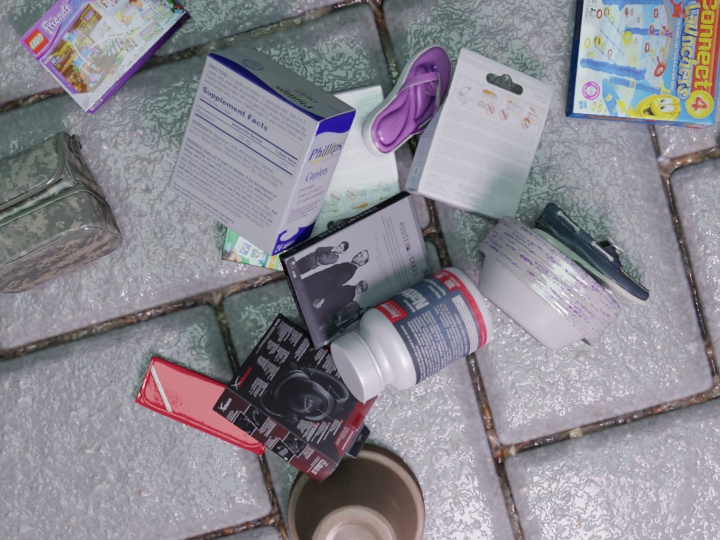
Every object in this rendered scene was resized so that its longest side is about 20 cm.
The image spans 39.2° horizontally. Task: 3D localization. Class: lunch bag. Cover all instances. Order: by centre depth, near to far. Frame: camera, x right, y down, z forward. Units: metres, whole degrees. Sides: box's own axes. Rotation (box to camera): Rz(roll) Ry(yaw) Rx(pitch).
[{"bbox_3d":[-0.452,-0.081,1.386,0.199,0.139,0.168,-25,76,2],"label":"lunch bag"}]

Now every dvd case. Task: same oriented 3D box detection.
[{"bbox_3d":[0.000,0.000,1.370,0.199,0.025,0.151,-28,122,-18],"label":"dvd case"}]

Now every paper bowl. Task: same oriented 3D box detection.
[{"bbox_3d":[0.236,0.027,1.341,0.200,0.201,0.104,40,93,-1],"label":"paper bowl"}]

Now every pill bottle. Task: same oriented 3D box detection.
[{"bbox_3d":[0.067,0.090,1.361,0.199,0.120,0.120,-28,93,-17],"label":"pill bottle"}]

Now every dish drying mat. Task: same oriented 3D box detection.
[{"bbox_3d":[-0.219,0.194,1.450,0.199,0.018,0.077,23,92,0],"label":"dish drying mat"}]

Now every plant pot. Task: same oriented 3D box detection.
[{"bbox_3d":[-0.007,0.349,1.378,0.199,0.175,0.201,0,92,1],"label":"plant pot"}]

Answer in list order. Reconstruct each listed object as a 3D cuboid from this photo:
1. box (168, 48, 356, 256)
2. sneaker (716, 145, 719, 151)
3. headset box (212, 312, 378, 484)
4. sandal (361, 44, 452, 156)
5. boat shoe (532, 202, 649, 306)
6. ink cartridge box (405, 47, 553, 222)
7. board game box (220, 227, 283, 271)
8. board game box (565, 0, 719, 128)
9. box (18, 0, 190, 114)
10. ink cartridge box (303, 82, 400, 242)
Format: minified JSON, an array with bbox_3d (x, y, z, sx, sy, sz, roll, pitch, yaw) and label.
[{"bbox_3d":[-0.129,-0.156,1.312,0.184,0.105,0.201,33,120,18],"label":"box"},{"bbox_3d":[0.532,-0.194,1.392,0.088,0.077,0.201,-18,91,10],"label":"sneaker"},{"bbox_3d":[-0.075,0.179,1.380,0.200,0.077,0.149,35,51,-2],"label":"headset box"},{"bbox_3d":[0.078,-0.226,1.366,0.083,0.050,0.203,52,60,-31],"label":"sandal"},{"bbox_3d":[0.325,-0.021,1.398,0.199,0.075,0.062,32,88,-7],"label":"boat shoe"},{"bbox_3d":[0.163,-0.181,1.380,0.159,0.047,0.201,16,91,-25],"label":"ink cartridge box"},{"bbox_3d":[-0.112,-0.100,1.426,0.134,0.029,0.201,12,93,-1],"label":"board game box"},{"bbox_3d":[0.393,-0.304,1.393,0.195,0.056,0.201,5,93,1],"label":"board game box"},{"bbox_3d":[-0.356,-0.338,1.412,0.200,0.039,0.137,-43,92,3],"label":"box"},{"bbox_3d":[-0.030,-0.144,1.395,0.161,0.050,0.201,-11,104,0],"label":"ink cartridge box"}]
